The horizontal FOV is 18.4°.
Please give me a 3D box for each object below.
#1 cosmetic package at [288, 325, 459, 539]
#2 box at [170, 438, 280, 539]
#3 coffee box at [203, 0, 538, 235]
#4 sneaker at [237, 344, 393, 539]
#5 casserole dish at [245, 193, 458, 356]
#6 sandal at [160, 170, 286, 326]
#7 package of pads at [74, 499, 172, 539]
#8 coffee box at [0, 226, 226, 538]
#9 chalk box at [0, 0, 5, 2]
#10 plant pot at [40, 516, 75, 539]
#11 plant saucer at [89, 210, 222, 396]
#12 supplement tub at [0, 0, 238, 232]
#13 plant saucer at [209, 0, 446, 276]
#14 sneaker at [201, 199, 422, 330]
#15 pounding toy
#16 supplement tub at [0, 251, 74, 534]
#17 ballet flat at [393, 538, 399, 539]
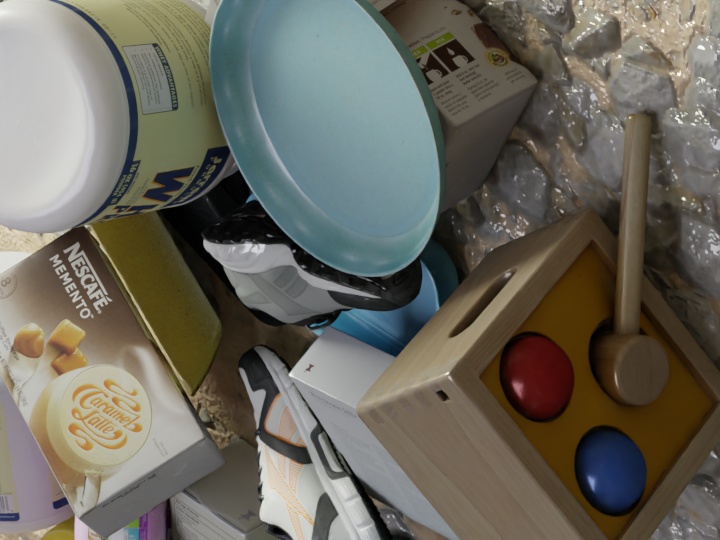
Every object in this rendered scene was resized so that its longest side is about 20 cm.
[{"bbox_3d":[0.061,0.129,1.469,0.199,0.052,0.151,24,158,40],"label":"cosmetic package"},{"bbox_3d":[-0.092,0.246,1.758,0.095,0.078,0.201,31,135,35],"label":"box"},{"bbox_3d":[0.003,-0.138,1.378,0.200,0.080,0.113,49,144,16],"label":"coffee box"},{"bbox_3d":[-0.051,0.141,1.597,0.201,0.080,0.074,61,-175,32],"label":"sneaker"},{"bbox_3d":[0.000,0.000,1.513,0.200,0.039,0.122,33,136,34],"label":"casserole dish"},{"bbox_3d":[-0.105,-0.049,1.609,0.201,0.048,0.075,53,144,-11],"label":"sandal"},{"bbox_3d":[-0.186,0.212,1.759,0.121,0.075,0.202,93,178,-84],"label":"package of pads"},{"bbox_3d":[-0.201,0.083,1.674,0.201,0.114,0.080,59,179,20],"label":"coffee box"},{"bbox_3d":[-0.238,-0.148,1.629,0.200,0.124,0.125,-21,97,55],"label":"chalk box"},{"bbox_3d":[-0.243,0.325,1.905,0.200,0.188,0.202,28,133,36],"label":"plant pot"},{"bbox_3d":[-0.157,-0.005,1.638,0.201,0.048,0.200,59,175,1],"label":"plant saucer"},{"bbox_3d":[-0.163,-0.108,1.444,0.144,0.200,0.146,6,101,30],"label":"supplement tub"},{"bbox_3d":[-0.016,-0.093,1.341,0.200,0.027,0.201,29,134,35],"label":"plant saucer"},{"bbox_3d":[-0.023,0.002,1.461,0.200,0.074,0.080,12,131,53],"label":"sneaker"},{"bbox_3d":[0.127,0.051,1.294,0.184,0.200,0.142,51,146,-11],"label":"pounding toy"},{"bbox_3d":[-0.292,0.101,1.847,0.145,0.145,0.201,26,132,38],"label":"supplement tub"},{"bbox_3d":[0.039,0.299,1.644,0.068,0.067,0.201,-8,107,55],"label":"ballet flat"}]
